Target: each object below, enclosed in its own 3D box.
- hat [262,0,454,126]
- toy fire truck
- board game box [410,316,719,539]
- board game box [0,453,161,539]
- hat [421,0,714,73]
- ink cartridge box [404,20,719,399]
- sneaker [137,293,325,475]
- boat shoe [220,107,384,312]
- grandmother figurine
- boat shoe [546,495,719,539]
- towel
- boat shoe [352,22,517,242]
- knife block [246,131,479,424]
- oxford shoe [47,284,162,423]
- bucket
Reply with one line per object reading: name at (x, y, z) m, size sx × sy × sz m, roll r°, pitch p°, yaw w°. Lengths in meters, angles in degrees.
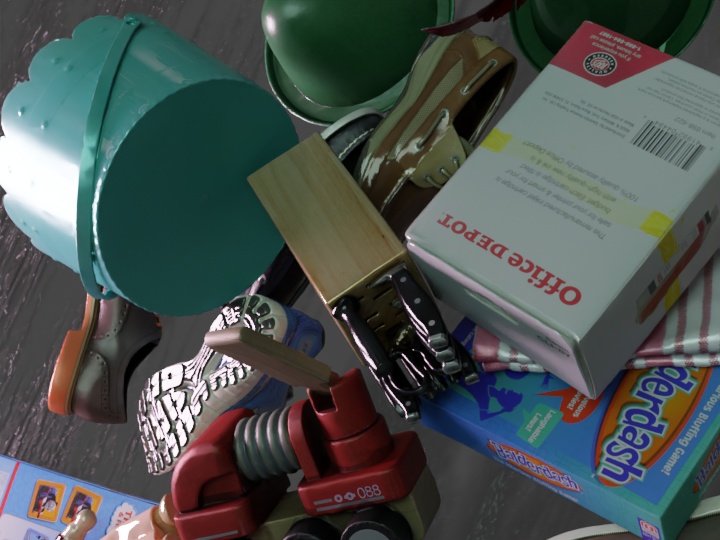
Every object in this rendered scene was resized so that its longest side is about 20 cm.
hat at (-0.048, -0.216, 1.063) m, size 0.199 × 0.176 × 0.166 m, roll -37°, pitch 60°, yaw 12°
toy fire truck at (-0.060, 0.118, 0.938) m, size 0.175 × 0.129 × 0.202 m, roll -15°, pitch 103°, yaw 23°
board game box at (0.153, 0.073, 0.909) m, size 0.199 × 0.045 × 0.152 m, roll 23°, pitch 62°, yaw 35°
board game box at (-0.246, 0.240, 1.101) m, size 0.198 × 0.037 × 0.153 m, roll 10°, pitch 78°, yaw 30°
hat at (0.154, -0.232, 0.970) m, size 0.164 × 0.176 × 0.202 m, roll -6°, pitch 69°, yaw 24°
ink cartridge box at (0.147, -0.042, 0.876) m, size 0.145 × 0.084 × 0.200 m, roll 32°, pitch 74°, yaw 34°
sneaker at (-0.098, 0.097, 1.051) m, size 0.200 × 0.089 × 0.079 m, roll -41°, pitch 54°, yaw 33°
boat shoe at (-0.039, -0.036, 1.067) m, size 0.200 × 0.074 × 0.060 m, roll -48°, pitch 58°, yaw 9°
grandmother figurine at (-0.211, 0.242, 1.032) m, size 0.199 × 0.061 × 0.122 m, roll -27°, pitch 36°, yaw 19°
boat shoe at (0.175, 0.200, 0.869) m, size 0.198 × 0.072 × 0.060 m, roll -20°, pitch 36°, yaw 16°
towel at (0.177, 0.000, 0.912) m, size 0.198 × 0.030 × 0.147 m, roll -4°, pitch 50°, yaw 18°
boat shoe at (0.055, -0.092, 1.038) m, size 0.073 × 0.076 × 0.201 m, roll 23°, pitch 85°, yaw 27°
knife block at (0.000, 0.000, 0.898) m, size 0.064 × 0.176 × 0.201 m, roll -32°, pitch 89°, yaw -3°
oxford shoe at (-0.192, 0.031, 1.140) m, size 0.072 × 0.071 × 0.202 m, roll 16°, pitch 76°, yaw 2°
bucket at (-0.150, -0.072, 1.002) m, size 0.134 × 0.207 × 0.208 m, roll 28°, pitch 87°, yaw 44°
